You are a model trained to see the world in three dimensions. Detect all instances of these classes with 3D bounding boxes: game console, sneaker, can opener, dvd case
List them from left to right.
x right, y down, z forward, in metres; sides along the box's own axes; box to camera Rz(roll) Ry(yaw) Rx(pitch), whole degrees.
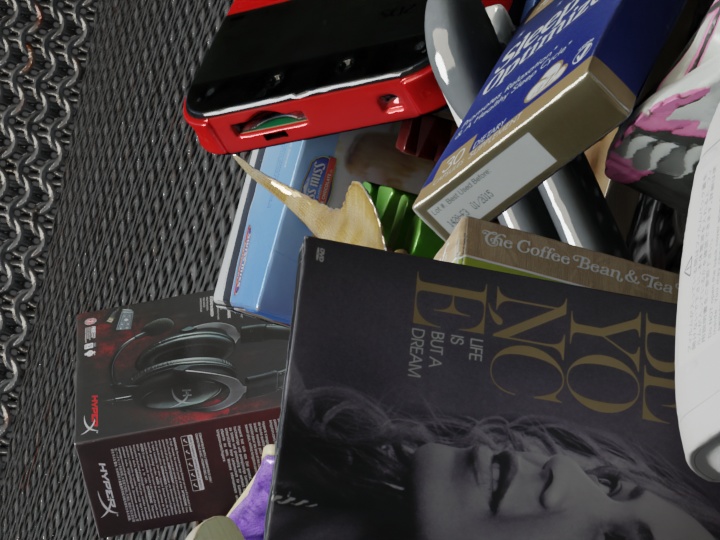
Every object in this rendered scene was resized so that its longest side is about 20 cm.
[{"bbox_3d":[0.005,-0.143,1.513,0.199,0.031,0.177,-8,44,39],"label":"game console"},{"bbox_3d":[0.077,-0.039,1.336,0.053,0.066,0.201,-40,64,33],"label":"can opener"},{"bbox_3d":[0.067,0.067,1.122,0.016,0.199,0.149,110,169,-56],"label":"dvd case"},{"bbox_3d":[0.174,-0.093,1.168,0.200,0.080,0.087,-44,21,51],"label":"sneaker"}]

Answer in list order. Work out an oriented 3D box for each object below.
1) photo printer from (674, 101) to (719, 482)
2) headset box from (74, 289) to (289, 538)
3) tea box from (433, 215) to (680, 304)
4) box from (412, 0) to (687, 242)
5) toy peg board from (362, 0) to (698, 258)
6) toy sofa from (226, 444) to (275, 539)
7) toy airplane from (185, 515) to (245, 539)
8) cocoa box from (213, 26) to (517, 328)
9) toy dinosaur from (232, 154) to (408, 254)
[{"bbox_3d":[0.176,-0.014,1.041,0.200,0.069,0.167,131,150,-63],"label":"photo printer"},{"bbox_3d":[-0.071,0.077,1.747,0.149,0.199,0.078,-97,-4,-59],"label":"headset box"},{"bbox_3d":[0.063,0.120,1.227,0.200,0.133,0.197,123,159,-53],"label":"tea box"},{"bbox_3d":[0.101,-0.104,1.273,0.121,0.032,0.200,-38,13,42],"label":"box"},{"bbox_3d":[0.076,-0.076,1.470,0.200,0.097,0.200,-140,66,-75],"label":"toy peg board"},{"bbox_3d":[-0.036,0.176,1.647,0.200,0.097,0.083,127,154,-61],"label":"toy sofa"},{"bbox_3d":[-0.016,0.232,1.322,0.141,0.200,0.200,-31,30,30],"label":"toy airplane"},{"bbox_3d":[0.012,-0.057,1.635,0.131,0.133,0.201,-173,98,-76],"label":"cocoa box"},{"bbox_3d":[0.000,0.000,1.440,0.200,0.058,0.102,-141,40,-61],"label":"toy dinosaur"}]
